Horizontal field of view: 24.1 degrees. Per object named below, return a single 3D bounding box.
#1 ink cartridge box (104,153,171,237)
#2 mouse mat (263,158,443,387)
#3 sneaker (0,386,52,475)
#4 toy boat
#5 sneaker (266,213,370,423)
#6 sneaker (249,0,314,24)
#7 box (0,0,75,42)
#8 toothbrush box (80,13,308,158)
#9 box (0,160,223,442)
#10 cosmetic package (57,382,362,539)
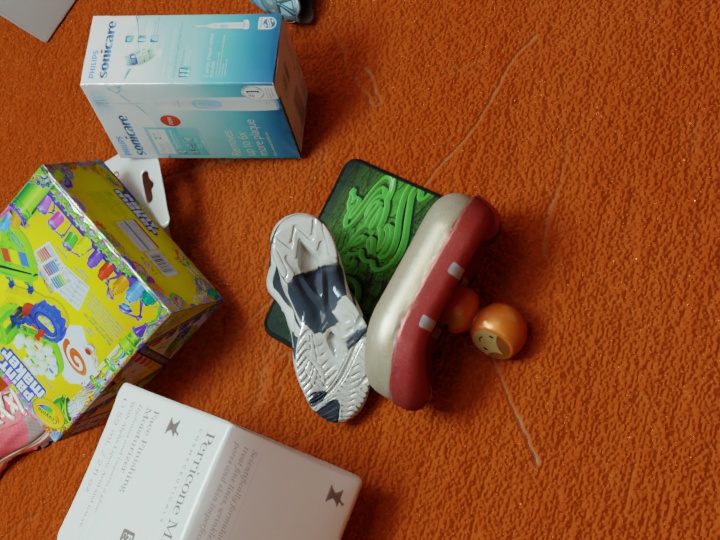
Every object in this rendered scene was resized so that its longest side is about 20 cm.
[{"bbox_3d":[-0.271,-0.044,1.810,0.199,0.067,0.117,-27,60,23],"label":"ink cartridge box"},{"bbox_3d":[0.000,0.000,1.652,0.160,0.008,0.201,26,86,37],"label":"mouse mat"},{"bbox_3d":[-0.392,0.169,1.797,0.200,0.087,0.074,-44,55,12],"label":"sneaker"},{"bbox_3d":[0.089,0.038,1.524,0.130,0.131,0.201,28,89,8],"label":"toy boat"},{"bbox_3d":[-0.041,0.039,1.621,0.079,0.130,0.200,-21,99,-1],"label":"sneaker"},{"bbox_3d":[-0.033,-0.346,1.774,0.095,0.079,0.201,40,105,27],"label":"sneaker"},{"bbox_3d":[-0.389,-0.402,2.001,0.152,0.106,0.201,38,94,37],"label":"box"},{"bbox_3d":[-0.164,-0.184,1.701,0.198,0.147,0.086,2,64,10],"label":"toothbrush box"},{"bbox_3d":[-0.284,0.028,1.699,0.193,0.122,0.200,-46,79,19],"label":"box"},{"bbox_3d":[-0.138,0.220,1.531,0.199,0.164,0.166,11,76,53],"label":"cosmetic package"}]
